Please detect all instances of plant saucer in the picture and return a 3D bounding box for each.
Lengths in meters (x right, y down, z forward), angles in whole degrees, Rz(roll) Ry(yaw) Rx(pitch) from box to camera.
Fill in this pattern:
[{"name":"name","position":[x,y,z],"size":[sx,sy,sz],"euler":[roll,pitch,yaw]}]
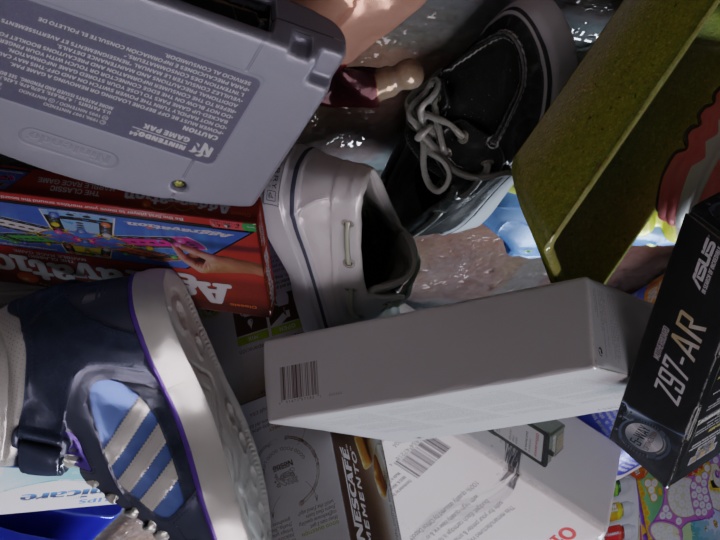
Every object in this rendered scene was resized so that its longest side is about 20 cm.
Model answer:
[{"name":"plant saucer","position":[0.144,-0.082,0.919],"size":[0.200,0.048,0.200],"euler":[-55,164,-4]}]

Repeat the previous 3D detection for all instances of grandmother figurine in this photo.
[{"name":"grandmother figurine","position":[-0.021,-0.120,0.869],"size":[0.121,0.061,0.200],"euler":[34,132,-22]}]

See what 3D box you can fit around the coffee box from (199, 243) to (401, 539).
[{"name":"coffee box","position":[-0.039,0.097,1.068],"size":[0.079,0.202,0.114],"euler":[-17,158,15]}]

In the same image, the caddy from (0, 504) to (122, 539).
[{"name":"caddy","position":[-0.249,0.198,1.220],"size":[0.105,0.142,0.199],"euler":[-36,145,24]}]

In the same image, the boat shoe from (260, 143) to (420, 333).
[{"name":"boat shoe","position":[0.000,0.000,0.978],"size":[0.066,0.074,0.200],"euler":[9,159,21]}]

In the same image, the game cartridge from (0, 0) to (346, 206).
[{"name":"game cartridge","position":[-0.123,-0.097,0.823],"size":[0.199,0.041,0.133],"euler":[17,135,-20]}]

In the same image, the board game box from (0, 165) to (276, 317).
[{"name":"board game box","position":[-0.147,-0.018,0.937],"size":[0.198,0.020,0.103],"euler":[7,152,7]}]

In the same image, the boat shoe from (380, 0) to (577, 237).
[{"name":"boat shoe","position":[0.055,-0.078,0.959],"size":[0.068,0.074,0.199],"euler":[-18,164,-27]}]

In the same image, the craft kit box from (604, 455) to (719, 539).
[{"name":"craft kit box","position":[0.264,0.140,1.316],"size":[0.197,0.201,0.048],"euler":[-32,146,26]}]

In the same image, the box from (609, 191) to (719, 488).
[{"name":"box","position":[0.228,0.007,0.901],"size":[0.199,0.043,0.161],"euler":[-26,143,-33]}]

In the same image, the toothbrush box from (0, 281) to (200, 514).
[{"name":"toothbrush box","position":[-0.191,0.073,1.084],"size":[0.145,0.086,0.200],"euler":[-3,148,-21]}]

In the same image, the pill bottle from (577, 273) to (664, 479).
[{"name":"pill bottle","position":[0.196,0.087,1.279],"size":[0.200,0.113,0.112],"euler":[-36,146,32]}]

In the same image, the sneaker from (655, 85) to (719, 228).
[{"name":"sneaker","position":[0.246,-0.095,0.946],"size":[0.201,0.086,0.074],"euler":[-58,165,4]}]

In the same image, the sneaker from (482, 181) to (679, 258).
[{"name":"sneaker","position":[0.147,-0.047,1.076],"size":[0.199,0.076,0.105],"euler":[15,152,-32]}]

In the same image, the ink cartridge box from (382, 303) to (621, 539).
[{"name":"ink cartridge box","position":[0.063,0.138,1.233],"size":[0.199,0.084,0.146],"euler":[33,134,-11]}]

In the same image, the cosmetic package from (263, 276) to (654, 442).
[{"name":"cosmetic package","position":[0.069,0.055,0.962],"size":[0.199,0.052,0.150],"euler":[-12,163,29]}]

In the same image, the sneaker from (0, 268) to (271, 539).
[{"name":"sneaker","position":[-0.142,0.101,0.957],"size":[0.145,0.081,0.201],"euler":[-16,110,9]}]
